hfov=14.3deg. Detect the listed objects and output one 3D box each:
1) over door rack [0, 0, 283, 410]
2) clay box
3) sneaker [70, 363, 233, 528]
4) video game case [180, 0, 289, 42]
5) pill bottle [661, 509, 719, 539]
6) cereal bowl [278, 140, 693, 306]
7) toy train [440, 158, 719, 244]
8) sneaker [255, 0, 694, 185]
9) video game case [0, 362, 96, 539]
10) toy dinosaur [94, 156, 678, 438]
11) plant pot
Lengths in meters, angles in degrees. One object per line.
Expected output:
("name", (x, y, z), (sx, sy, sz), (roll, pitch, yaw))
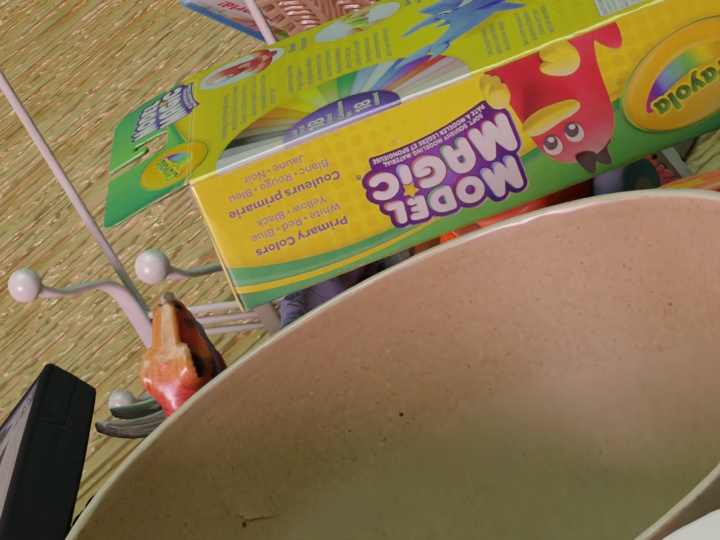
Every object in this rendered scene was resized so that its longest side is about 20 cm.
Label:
("over door rack", (-0.074, -0.038, 1.078), (0.147, 0.201, 0.067), (-8, 22, 37))
("clay box", (0.023, -0.050, 0.854), (0.199, 0.048, 0.115), (-22, 19, 6))
("sneaker", (-0.059, 0.086, 0.966), (0.074, 0.080, 0.200), (-57, 10, 31))
("video game case", (0.042, -0.134, 1.230), (0.199, 0.143, 0.018), (-17, 74, 25))
("pill bottle", (0.117, 0.146, 0.566), (0.114, 0.200, 0.114), (-23, 27, 13))
("cereal bowl", (0.034, -0.068, 1.157), (0.200, 0.083, 0.200), (-23, 28, 13))
("toy train", (0.081, -0.018, 0.849), (0.200, 0.056, 0.150), (-1, 32, 46))
("sneaker", (0.055, -0.094, 1.048), (0.070, 0.200, 0.109), (-37, 24, 42))
("video game case", (-0.154, 0.149, 0.940), (0.181, 0.025, 0.200), (-51, 17, 26))
("toy dinosaur", (0.000, 0.000, 0.942), (0.199, 0.105, 0.182), (-5, 35, 13))
("plant pot", (0.042, 0.092, 0.683), (0.200, 0.135, 0.200), (-24, 22, 10))
